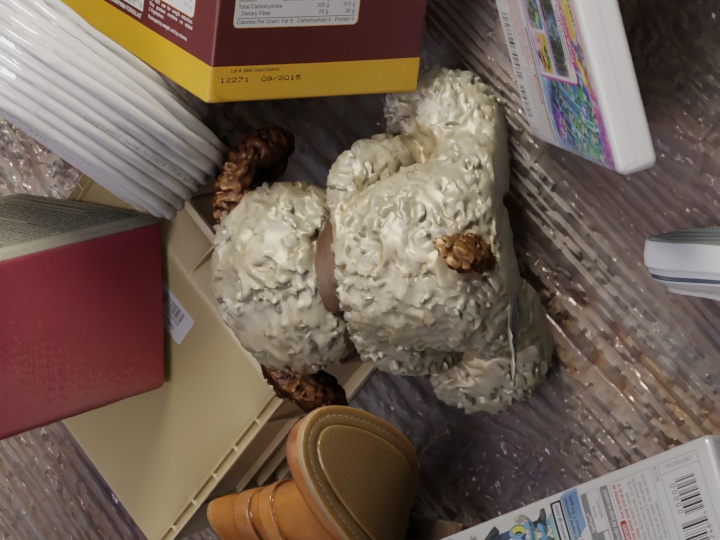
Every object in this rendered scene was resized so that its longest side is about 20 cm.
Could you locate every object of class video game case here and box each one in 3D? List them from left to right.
[{"bbox_3d":[0.093,-0.156,1.088,0.182,0.024,0.202,-135,29,-77],"label":"video game case"},{"bbox_3d":[0.131,0.208,1.085,0.182,0.022,0.201,-25,70,29],"label":"video game case"}]

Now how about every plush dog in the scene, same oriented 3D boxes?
[{"bbox_3d":[0.000,0.000,1.180,0.170,0.160,0.202,-11,96,16],"label":"plush dog"}]

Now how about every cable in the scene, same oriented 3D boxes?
[{"bbox_3d":[-0.165,-0.103,1.200,0.199,0.200,0.069,36,89,5],"label":"cable"}]

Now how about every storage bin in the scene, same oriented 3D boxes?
[{"bbox_3d":[-0.111,0.039,1.351,0.200,0.093,0.199,52,127,17],"label":"storage bin"}]

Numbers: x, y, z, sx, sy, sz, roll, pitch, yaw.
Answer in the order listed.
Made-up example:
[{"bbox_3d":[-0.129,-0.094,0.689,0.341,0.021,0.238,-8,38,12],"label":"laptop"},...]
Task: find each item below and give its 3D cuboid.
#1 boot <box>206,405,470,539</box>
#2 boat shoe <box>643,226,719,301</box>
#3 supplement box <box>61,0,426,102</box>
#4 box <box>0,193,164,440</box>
[{"bbox_3d":[-0.028,0.135,1.263,0.154,0.200,0.077,3,67,36],"label":"boot"},{"bbox_3d":[0.231,0.018,1.074,0.199,0.073,0.067,7,103,37],"label":"boat shoe"},{"bbox_3d":[-0.062,-0.219,1.179,0.197,0.132,0.202,35,124,51],"label":"supplement box"},{"bbox_3d":[-0.225,0.029,1.249,0.127,0.199,0.110,10,107,37],"label":"box"}]
